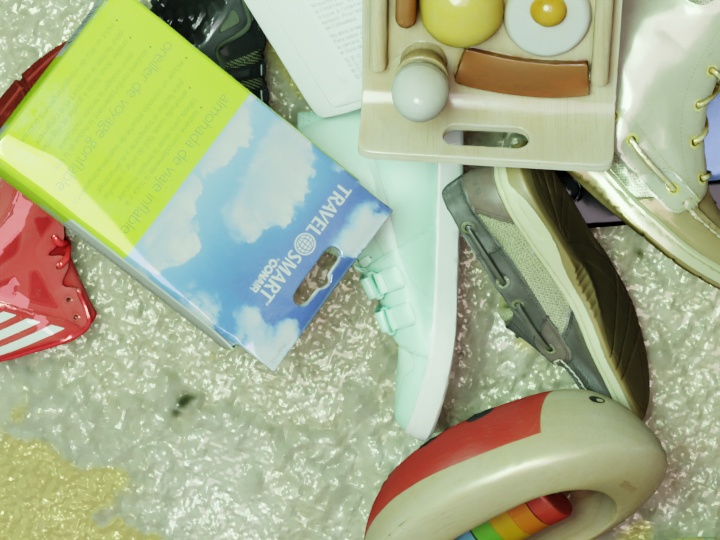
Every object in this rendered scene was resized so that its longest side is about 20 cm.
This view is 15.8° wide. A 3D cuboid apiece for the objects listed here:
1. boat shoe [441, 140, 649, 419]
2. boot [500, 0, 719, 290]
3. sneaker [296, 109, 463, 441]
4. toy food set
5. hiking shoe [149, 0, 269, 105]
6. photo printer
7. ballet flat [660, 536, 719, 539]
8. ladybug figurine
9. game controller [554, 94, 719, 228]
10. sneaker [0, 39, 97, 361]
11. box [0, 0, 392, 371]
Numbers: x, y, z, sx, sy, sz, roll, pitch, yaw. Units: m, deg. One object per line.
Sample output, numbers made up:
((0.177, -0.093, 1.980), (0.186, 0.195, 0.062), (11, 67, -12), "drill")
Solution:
((0.111, 0.011, 1.525), (0.065, 0.073, 0.200), (-16, 121, 23), "boat shoe")
((0.193, -0.093, 1.481), (0.200, 0.072, 0.155), (40, 96, -1), "boot")
((0.000, 0.000, 1.537), (0.118, 0.074, 0.201), (1, 93, 1), "sneaker")
((0.069, -0.144, 1.387), (0.143, 0.060, 0.200), (3, 128, 4), "toy food set")
((-0.086, -0.101, 1.533), (0.101, 0.076, 0.200), (33, 80, -39), "hiking shoe")
((0.000, -0.194, 1.443), (0.166, 0.070, 0.200), (-18, 123, 24), "photo printer")
((0.263, 0.201, 1.567), (0.200, 0.071, 0.071), (32, 97, -2), "ballet flat")
((0.083, 0.128, 1.530), (0.200, 0.136, 0.072), (-27, 59, 19), "ladybug figurine")
((0.200, -0.083, 1.538), (0.200, 0.042, 0.105), (-5, 97, 1), "game controller")
((-0.187, -0.033, 1.548), (0.115, 0.078, 0.200), (35, 100, -18), "sneaker")
((-0.097, -0.049, 1.452), (0.200, 0.048, 0.122), (38, 81, -12), "box")
